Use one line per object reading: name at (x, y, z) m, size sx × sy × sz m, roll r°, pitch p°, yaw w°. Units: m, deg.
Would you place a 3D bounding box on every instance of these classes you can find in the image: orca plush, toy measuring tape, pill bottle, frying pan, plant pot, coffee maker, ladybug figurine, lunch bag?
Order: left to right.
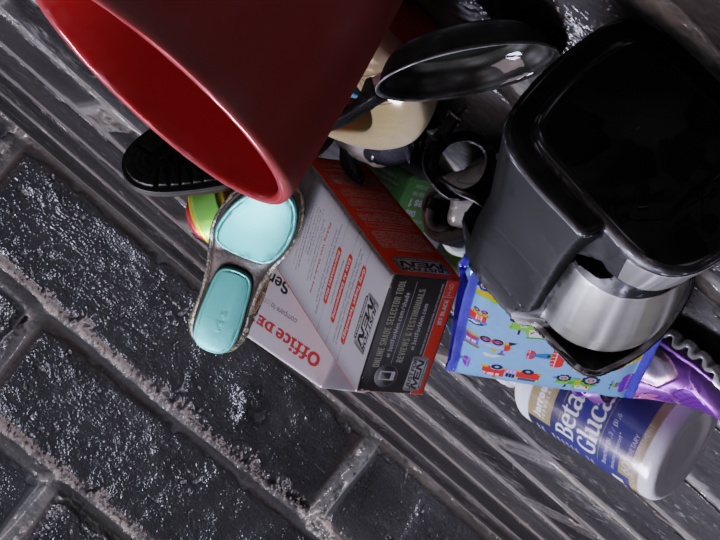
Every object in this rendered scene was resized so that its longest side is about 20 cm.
toy measuring tape at (-0.123, -0.091, 1.373) m, size 0.074 × 0.073 × 0.203 m, roll 81°, pitch 177°, yaw -76°
plant pot at (-0.065, -0.169, 0.936) m, size 0.200 × 0.178 × 0.201 m, roll 38°, pitch 168°, yaw 10°
ladybug figurine at (-0.006, -0.150, 1.095) m, size 0.199 × 0.072 × 0.136 m, roll 16°, pitch 146°, yaw 55°
orca plush at (0.031, -0.125, 1.212) m, size 0.200 × 0.070 × 0.107 m, roll 174°, pitch 89°, yaw -70°
frying pan at (0.042, -0.118, 0.986) m, size 0.114 × 0.031 × 0.189 m, roll -4°, pitch 171°, yaw -37°
lunch bag at (0.147, 0.018, 1.149) m, size 0.148 × 0.095 × 0.200 m, roll 8°, pitch 163°, yaw 0°
coffee maker at (0.121, -0.046, 0.909) m, size 0.190 × 0.136 × 0.200 m, roll 24°, pitch 161°, yaw 6°
pill bottle at (0.206, 0.104, 1.393) m, size 0.199 × 0.111 × 0.111 m, roll 32°, pitch 169°, yaw 30°

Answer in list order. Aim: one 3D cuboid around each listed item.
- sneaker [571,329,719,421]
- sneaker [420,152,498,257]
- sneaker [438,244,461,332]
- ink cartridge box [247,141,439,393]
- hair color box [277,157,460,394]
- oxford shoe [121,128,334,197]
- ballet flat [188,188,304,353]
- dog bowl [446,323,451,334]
sneaker at (0.217, 0.077, 1.284) m, size 0.199 × 0.089 × 0.080 m, roll 33°, pitch 177°, yaw 27°
sneaker at (0.079, -0.047, 1.211) m, size 0.200 × 0.080 × 0.076 m, roll 133°, pitch 120°, yaw -77°
sneaker at (0.112, 0.006, 1.409) m, size 0.200 × 0.089 × 0.079 m, roll -93°, pitch -21°, yaw -76°
ink cartridge box at (-0.021, -0.014, 1.385) m, size 0.144 × 0.202 × 0.084 m, roll 31°, pitch -167°, yaw 34°
hair color box at (0.000, 0.000, 1.222) m, size 0.061 × 0.103 × 0.200 m, roll 6°, pitch -153°, yaw -25°
oxford shoe at (-0.105, -0.089, 1.294) m, size 0.073 × 0.198 × 0.085 m, roll 64°, pitch 150°, yaw 20°
ballet flat at (-0.092, -0.019, 1.289) m, size 0.067 × 0.076 × 0.201 m, roll 22°, pitch 130°, yaw -5°
dog bowl at (0.022, 0.038, 1.514) m, size 0.111 × 0.199 × 0.050 m, roll 11°, pitch 110°, yaw 43°
